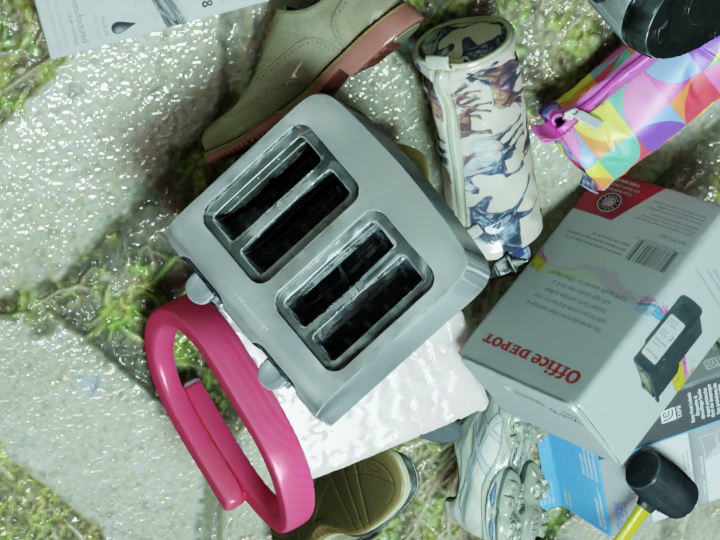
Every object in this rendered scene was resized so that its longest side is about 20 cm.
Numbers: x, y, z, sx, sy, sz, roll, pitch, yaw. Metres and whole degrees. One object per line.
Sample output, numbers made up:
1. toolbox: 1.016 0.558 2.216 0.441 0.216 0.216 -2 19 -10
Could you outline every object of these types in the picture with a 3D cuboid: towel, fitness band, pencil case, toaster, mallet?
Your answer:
1. towel: -0.010 0.049 1.687 0.190 0.032 0.202 -21 107 -12
2. fitness band: -0.101 0.112 1.664 0.037 0.201 0.144 -27 166 -27
3. pencil case: 0.229 -0.145 1.646 0.200 0.089 0.088 -39 127 8
4. pencil case: 0.089 -0.098 1.631 0.077 0.090 0.201 9 133 25
5. toaster: -0.016 -0.012 1.551 0.200 0.181 0.119 -41 171 5
6. mallet: 0.217 0.249 1.841 0.066 0.041 0.201 27 96 -36

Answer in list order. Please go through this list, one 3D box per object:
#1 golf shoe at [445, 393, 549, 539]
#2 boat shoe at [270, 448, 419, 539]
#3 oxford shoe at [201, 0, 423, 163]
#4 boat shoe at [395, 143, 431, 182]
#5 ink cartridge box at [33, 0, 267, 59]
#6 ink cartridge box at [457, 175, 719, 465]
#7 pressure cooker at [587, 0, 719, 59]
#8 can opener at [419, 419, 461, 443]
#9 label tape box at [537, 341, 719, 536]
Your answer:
1. golf shoe: 0.113 0.127 1.801 0.078 0.097 0.202 5 98 -47
2. boat shoe: -0.005 0.189 1.791 0.064 0.074 0.200 -6 165 -36
3. oxford shoe: -0.048 -0.153 1.577 0.199 0.070 0.075 -36 89 19
4. boat shoe: 0.002 0.002 1.640 0.073 0.063 0.202 17 90 11
5. ink cartridge box: -0.134 -0.233 1.476 0.198 0.067 0.117 -16 127 -6
6. ink cartridge box: 0.194 0.033 1.677 0.200 0.145 0.083 -50 129 -14
7. pressure cooker: 0.196 -0.267 1.483 0.176 0.201 0.179 -39 161 4
8. can opener: 0.015 0.073 1.743 0.053 0.067 0.200 -43 126 15
9. label tape box: 0.230 0.153 1.873 0.198 0.063 0.145 -19 127 -5
